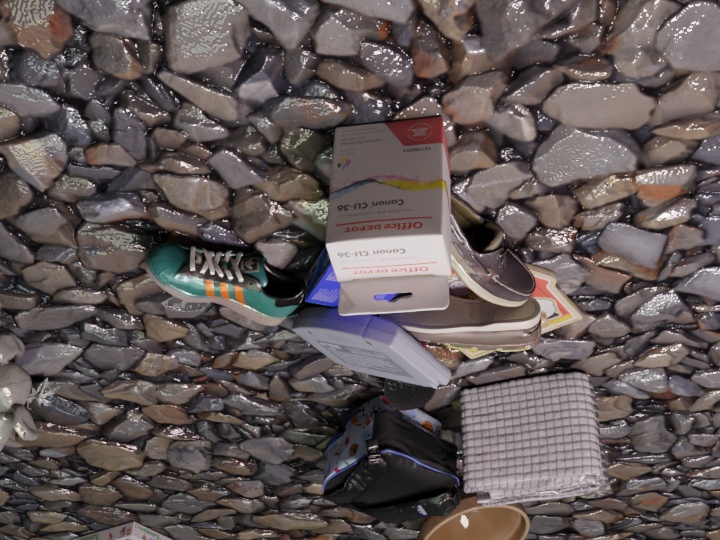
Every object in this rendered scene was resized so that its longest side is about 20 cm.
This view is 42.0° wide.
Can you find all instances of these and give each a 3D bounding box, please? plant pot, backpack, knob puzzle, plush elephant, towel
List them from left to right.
[{"bbox_3d":[-0.526,0.177,1.323,0.200,0.165,0.155,-14,165,-25],"label":"plush elephant"},{"bbox_3d":[0.034,0.293,1.440,0.200,0.154,0.190,34,126,-26],"label":"backpack"},{"bbox_3d":[0.187,0.434,1.642,0.200,0.093,0.201,-9,134,-9],"label":"plant pot"},{"bbox_3d":[0.162,0.048,1.205,0.219,0.031,0.220,2,143,2],"label":"knob puzzle"},{"bbox_3d":[0.247,0.246,1.353,0.200,0.166,0.086,-14,146,21],"label":"towel"}]

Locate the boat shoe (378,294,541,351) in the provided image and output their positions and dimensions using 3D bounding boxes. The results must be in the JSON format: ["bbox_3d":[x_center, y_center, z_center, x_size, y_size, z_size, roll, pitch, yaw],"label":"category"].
[{"bbox_3d":[0.123,0.068,1.160,0.199,0.072,0.060,-2,129,13],"label":"boat shoe"}]

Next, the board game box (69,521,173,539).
[{"bbox_3d":[-0.493,0.575,1.943,0.200,0.035,0.126,-22,136,29],"label":"board game box"}]

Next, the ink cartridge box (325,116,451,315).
[{"bbox_3d":[0.030,-0.056,0.934,0.116,0.200,0.068,-5,143,10],"label":"ink cartridge box"}]

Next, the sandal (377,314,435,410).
[{"bbox_3d":[0.063,0.117,1.302,0.075,0.045,0.200,-7,128,4],"label":"sandal"}]

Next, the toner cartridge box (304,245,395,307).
[{"bbox_3d":[0.000,0.000,1.091,0.095,0.043,0.200,12,161,-11],"label":"toner cartridge box"}]

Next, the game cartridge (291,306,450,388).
[{"bbox_3d":[0.007,0.095,1.201,0.200,0.041,0.133,5,155,49],"label":"game cartridge"}]

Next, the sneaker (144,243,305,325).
[{"bbox_3d":[-0.158,0.002,1.140,0.200,0.072,0.080,20,135,-30],"label":"sneaker"}]

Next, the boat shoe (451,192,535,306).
[{"bbox_3d":[0.137,-0.026,1.073,0.200,0.072,0.065,36,135,-24],"label":"boat shoe"}]
